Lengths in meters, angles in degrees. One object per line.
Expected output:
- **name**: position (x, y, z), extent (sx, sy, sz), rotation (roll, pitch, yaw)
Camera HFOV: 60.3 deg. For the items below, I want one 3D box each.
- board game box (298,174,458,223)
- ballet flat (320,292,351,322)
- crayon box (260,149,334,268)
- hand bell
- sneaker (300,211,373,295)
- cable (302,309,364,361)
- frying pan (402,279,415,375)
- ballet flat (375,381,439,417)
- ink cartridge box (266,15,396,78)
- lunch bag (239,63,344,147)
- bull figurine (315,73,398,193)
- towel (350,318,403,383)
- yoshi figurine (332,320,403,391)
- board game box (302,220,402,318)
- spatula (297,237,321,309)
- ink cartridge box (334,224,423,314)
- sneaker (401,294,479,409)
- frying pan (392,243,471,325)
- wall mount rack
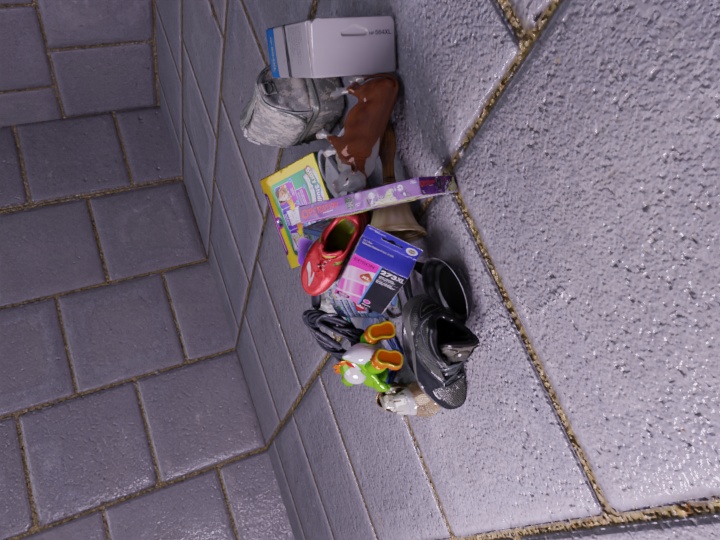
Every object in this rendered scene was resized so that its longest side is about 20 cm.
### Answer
- **board game box**: position (0.024, -0.102, 0.881), extent (0.199, 0.120, 0.033), rotation (-9, 98, 33)
- **ballet flat**: position (-0.076, 0.051, 1.415), extent (0.072, 0.071, 0.201), rotation (123, 131, -62)
- **crayon box**: position (-0.103, -0.123, 1.276), extent (0.172, 0.058, 0.201), rotation (-17, 93, 40)
- **hand bell**: position (0.046, -0.151, 0.997), extent (0.104, 0.103, 0.202), rotation (154, 112, -68)
- **sneaker**: position (-0.054, -0.035, 1.046), extent (0.077, 0.085, 0.201), rotation (35, 117, 5)
- **cable**: position (-0.049, 0.132, 1.281), extent (0.163, 0.051, 0.200), rotation (28, 158, 31)
- **frying pan**: position (0.090, 0.090, 1.058), extent (0.115, 0.031, 0.191), rotation (121, 138, -62)
- **ballet flat**: position (0.081, 0.244, 1.149), extent (0.071, 0.065, 0.200), rotation (71, 158, 5)
- **ink cartridge box**: position (-0.051, -0.356, 0.996), extent (0.200, 0.145, 0.085), rotation (-145, 47, -60)
- **lunch bag**: position (-0.142, -0.325, 1.211), extent (0.200, 0.167, 0.140), rotation (155, 100, -69)
- **bull figurine**: position (-0.007, -0.217, 0.981), extent (0.121, 0.065, 0.201), rotation (26, 92, 35)
- **towel**: position (0.025, 0.126, 1.274), extent (0.147, 0.024, 0.201), rotation (104, 145, -51)
- **yoshi figurine**: position (0.028, 0.169, 1.167), extent (0.112, 0.113, 0.200), rotation (40, 147, 1)
- **board game box**: position (0.000, 0.000, 1.141), extent (0.199, 0.061, 0.201), rotation (-3, 108, 49)
- **spatula**: position (-0.087, 0.014, 1.174), extent (0.056, 0.021, 0.201), rotation (18, 145, 14)
- **ink cartridge box**: position (0.024, 0.004, 1.004), extent (0.200, 0.094, 0.037), rotation (119, 176, -59)
- **sneaker**: position (0.130, 0.139, 0.925), extent (0.114, 0.076, 0.201), rotation (32, 142, 61)
- **frying pan**: position (0.113, 0.025, 0.965), extent (0.190, 0.031, 0.116), rotation (27, 133, 59)
- **wall mount rack**: position (-0.011, -0.182, 1.115), extent (0.174, 0.074, 0.200), rotation (93, 153, -44)
